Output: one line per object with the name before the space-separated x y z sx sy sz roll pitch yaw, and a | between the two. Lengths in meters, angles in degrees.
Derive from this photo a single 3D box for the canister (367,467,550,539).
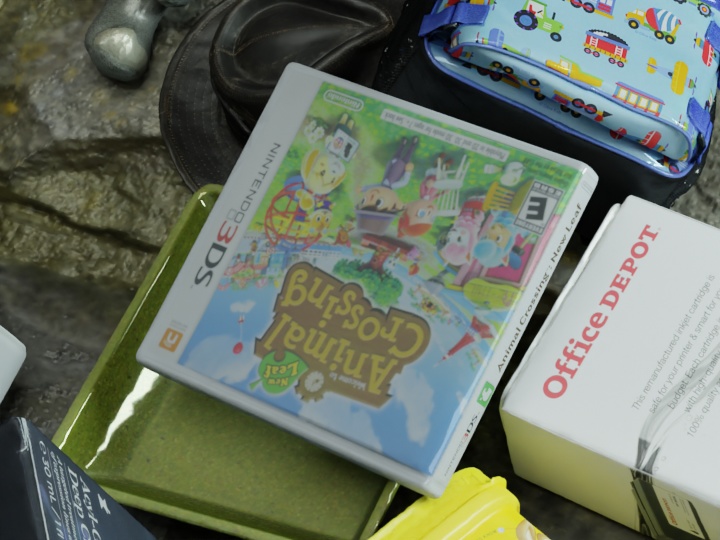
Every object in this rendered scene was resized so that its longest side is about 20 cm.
canister | 0.079 0.208 1.317 0.148 0.087 0.200 -36 60 -29

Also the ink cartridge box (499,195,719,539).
ink cartridge box | 0.192 0.069 1.390 0.200 0.084 0.145 24 65 21

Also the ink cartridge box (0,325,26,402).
ink cartridge box | -0.307 0.055 1.475 0.200 0.085 0.145 23 79 23

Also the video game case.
video game case | 0.000 0.000 1.395 0.200 0.022 0.182 22 81 34

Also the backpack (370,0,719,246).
backpack | 0.118 -0.136 1.485 0.182 0.135 0.200 27 55 -5

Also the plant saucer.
plant saucer | -0.040 0.061 1.444 0.199 0.048 0.200 13 60 29

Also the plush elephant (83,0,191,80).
plush elephant | -0.150 -0.238 1.596 0.165 0.155 0.200 36 71 27

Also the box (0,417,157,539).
box | -0.152 0.188 1.304 0.107 0.200 0.149 -22 58 9

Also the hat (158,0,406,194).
hat | -0.023 -0.120 1.546 0.200 0.081 0.201 -4 57 7
